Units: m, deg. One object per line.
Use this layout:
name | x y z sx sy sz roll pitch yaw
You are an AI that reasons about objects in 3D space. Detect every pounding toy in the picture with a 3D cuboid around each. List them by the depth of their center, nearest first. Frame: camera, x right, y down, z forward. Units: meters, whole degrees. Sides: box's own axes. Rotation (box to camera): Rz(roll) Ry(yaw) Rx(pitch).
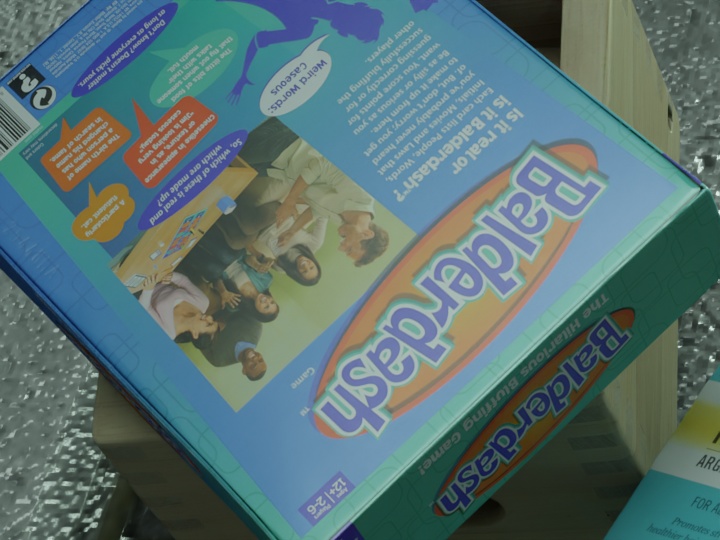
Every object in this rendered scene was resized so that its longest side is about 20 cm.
pounding toy | 0.000 0.000 0.927 0.199 0.142 0.185 -6 59 18

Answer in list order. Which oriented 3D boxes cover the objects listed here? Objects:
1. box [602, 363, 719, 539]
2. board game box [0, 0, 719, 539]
box | 0.134 0.061 0.830 0.082 0.049 0.200 14 59 44
board game box | -0.015 -0.017 0.828 0.152 0.045 0.200 -42 55 -7
